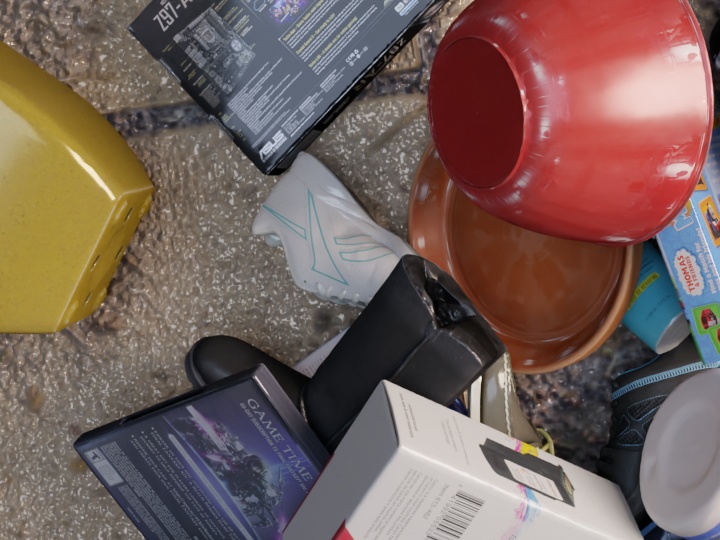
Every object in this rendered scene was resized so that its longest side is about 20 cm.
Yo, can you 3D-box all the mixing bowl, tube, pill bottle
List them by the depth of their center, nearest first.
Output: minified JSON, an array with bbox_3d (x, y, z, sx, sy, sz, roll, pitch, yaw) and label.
[{"bbox_3d":[0.113,-0.105,0.961,0.200,0.108,0.202,24,120,50],"label":"mixing bowl"},{"bbox_3d":[0.299,0.151,1.026,0.199,0.114,0.114,22,98,-21],"label":"pill bottle"},{"bbox_3d":[0.163,-0.025,1.103,0.077,0.050,0.200,-46,63,5],"label":"tube"}]

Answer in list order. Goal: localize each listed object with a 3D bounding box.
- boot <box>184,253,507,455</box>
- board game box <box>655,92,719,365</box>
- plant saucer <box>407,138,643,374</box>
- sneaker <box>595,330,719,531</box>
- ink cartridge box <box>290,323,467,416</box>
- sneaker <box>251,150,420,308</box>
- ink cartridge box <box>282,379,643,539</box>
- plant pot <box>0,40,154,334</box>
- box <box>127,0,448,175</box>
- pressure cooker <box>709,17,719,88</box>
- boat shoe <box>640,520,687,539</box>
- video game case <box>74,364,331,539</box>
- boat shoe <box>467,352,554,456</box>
[{"bbox_3d":[-0.015,0.058,1.064,0.165,0.066,0.200,40,132,-2],"label":"boot"},{"bbox_3d":[0.235,-0.048,1.045,0.036,0.151,0.201,-20,88,30],"label":"board game box"},{"bbox_3d":[0.118,-0.027,1.092,0.199,0.032,0.202,8,102,43],"label":"plant saucer"},{"bbox_3d":[0.208,0.120,1.108,0.082,0.073,0.200,40,93,23],"label":"sneaker"},{"bbox_3d":[-0.020,0.124,1.162,0.200,0.042,0.120,-36,85,14],"label":"ink cartridge box"},{"bbox_3d":[0.000,0.000,1.118,0.080,0.070,0.200,-46,61,-2],"label":"sneaker"},{"bbox_3d":[0.068,0.185,1.023,0.199,0.083,0.146,25,111,-19],"label":"ink cartridge box"},{"bbox_3d":[-0.272,-0.055,1.136,0.199,0.196,0.195,28,98,3],"label":"plant pot"},{"bbox_3d":[-0.053,-0.197,1.153,0.160,0.044,0.200,46,100,7],"label":"box"},{"bbox_3d":[0.347,-0.119,0.994,0.201,0.175,0.179,58,141,14],"label":"pressure cooker"},{"bbox_3d":[0.206,0.242,1.106,0.069,0.084,0.200,47,115,25],"label":"boat shoe"},{"bbox_3d":[-0.103,0.154,1.112,0.199,0.019,0.143,-23,110,37],"label":"video game case"},{"bbox_3d":[0.114,0.146,1.102,0.060,0.072,0.203,-3,112,13],"label":"boat shoe"}]
